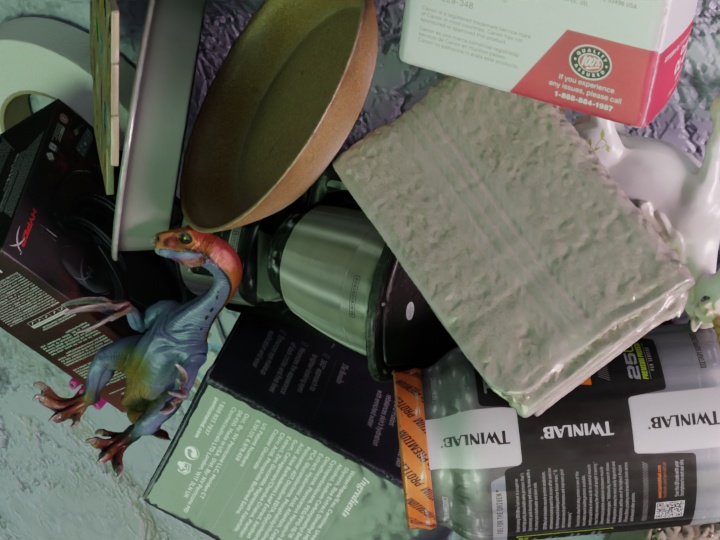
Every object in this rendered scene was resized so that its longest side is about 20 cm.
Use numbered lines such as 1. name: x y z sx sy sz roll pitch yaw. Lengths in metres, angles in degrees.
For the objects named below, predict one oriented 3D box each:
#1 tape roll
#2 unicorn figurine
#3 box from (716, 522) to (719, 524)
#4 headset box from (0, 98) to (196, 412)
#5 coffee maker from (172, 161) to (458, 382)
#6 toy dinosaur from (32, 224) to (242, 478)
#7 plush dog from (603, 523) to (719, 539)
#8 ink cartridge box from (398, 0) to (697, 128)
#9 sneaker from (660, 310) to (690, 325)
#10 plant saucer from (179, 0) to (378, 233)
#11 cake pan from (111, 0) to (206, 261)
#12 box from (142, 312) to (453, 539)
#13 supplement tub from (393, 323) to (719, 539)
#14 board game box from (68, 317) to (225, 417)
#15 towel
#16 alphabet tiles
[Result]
1. tape roll: -0.232 -0.107 1.203 0.202 0.037 0.203 19 137 19
2. unicorn figurine: 0.183 -0.055 0.896 0.200 0.074 0.138 37 116 27
3. box: 0.333 0.104 0.939 0.199 0.107 0.149 16 137 22
4. headset box: -0.192 -0.003 1.123 0.077 0.149 0.200 -24 129 35
5. coffee maker: 0.000 0.000 1.045 0.200 0.135 0.192 20 173 41
6. toy dinosaur: -0.139 0.043 1.025 0.105 0.200 0.181 46 102 4
7. plush dog: 0.265 0.241 1.113 0.171 0.161 0.200 26 171 -7
8. ink cartridge box: 0.111 -0.194 0.796 0.147 0.086 0.201 20 121 19
9. sneaker: 0.158 0.036 1.001 0.115 0.076 0.201 -1 123 1
10. plant saucer: -0.046 -0.108 0.961 0.035 0.201 0.200 28 146 -27
11. cake pan: -0.136 -0.103 1.032 0.037 0.201 0.201 9 139 -7
12. box: -0.028 0.126 1.114 0.199 0.197 0.118 28 113 -2
13. supplement tub: 0.122 0.100 0.920 0.199 0.123 0.123 -6 132 0
14. board game box: -0.206 0.061 1.356 0.199 0.026 0.200 9 133 29
15. towel: 0.087 -0.026 0.877 0.200 0.132 0.034 56 -175 20
16. alphabet tiles: -0.171 -0.152 1.007 0.006 0.200 0.167 -1 116 -13
